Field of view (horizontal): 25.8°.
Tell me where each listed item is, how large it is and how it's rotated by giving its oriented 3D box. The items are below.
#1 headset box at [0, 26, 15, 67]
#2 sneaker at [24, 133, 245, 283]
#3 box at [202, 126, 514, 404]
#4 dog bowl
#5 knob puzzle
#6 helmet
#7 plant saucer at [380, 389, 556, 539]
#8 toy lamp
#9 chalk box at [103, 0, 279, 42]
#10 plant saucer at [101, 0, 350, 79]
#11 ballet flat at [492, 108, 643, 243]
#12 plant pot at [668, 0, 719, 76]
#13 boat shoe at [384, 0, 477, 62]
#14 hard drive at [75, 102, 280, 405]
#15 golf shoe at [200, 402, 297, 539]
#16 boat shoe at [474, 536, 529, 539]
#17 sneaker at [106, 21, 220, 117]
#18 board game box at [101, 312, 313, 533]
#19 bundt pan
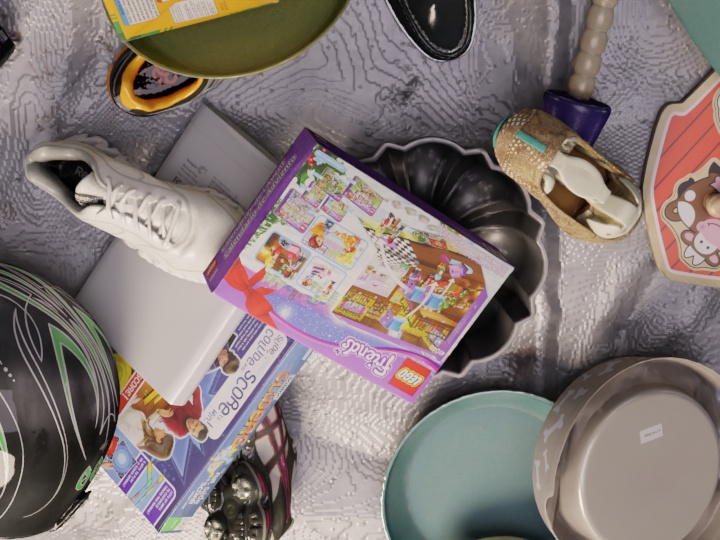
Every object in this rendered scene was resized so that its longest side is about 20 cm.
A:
[{"bbox_3d":[-0.395,-0.172,1.184,0.199,0.093,0.175,-35,106,7],"label":"headset box"},{"bbox_3d":[-0.171,-0.047,1.205,0.199,0.081,0.076,24,94,17],"label":"sneaker"},{"bbox_3d":[0.000,0.000,1.187,0.199,0.039,0.137,31,102,-28],"label":"box"},{"bbox_3d":[0.232,0.164,1.318,0.199,0.059,0.202,-5,102,-25],"label":"dog bowl"},{"bbox_3d":[0.320,-0.067,1.298,0.218,0.030,0.222,-1,107,-4],"label":"knob puzzle"},{"bbox_3d":[-0.285,0.092,1.224,0.198,0.200,0.192,11,108,-7],"label":"helmet"},{"bbox_3d":[0.115,0.191,1.360,0.198,0.036,0.202,-1,107,-4],"label":"plant saucer"},{"bbox_3d":[0.186,-0.186,1.240,0.058,0.058,0.202,13,106,-8],"label":"toy lamp"},{"bbox_3d":[-0.142,-0.290,1.122,0.123,0.125,0.201,-15,65,0],"label":"chalk box"},{"bbox_3d":[-0.094,-0.223,1.171,0.198,0.031,0.202,-3,66,7],"label":"plant saucer"},{"bbox_3d":[0.177,-0.060,1.225,0.199,0.065,0.071,26,97,-45],"label":"ballet flat"},{"bbox_3d":[0.313,-0.230,1.173,0.200,0.141,0.142,43,71,-10],"label":"plant pot"},{"bbox_3d":[0.042,-0.252,1.207,0.075,0.060,0.201,-22,107,3],"label":"boat shoe"},{"bbox_3d":[-0.132,-0.013,1.247,0.132,0.027,0.201,40,102,26],"label":"hard drive"},{"bbox_3d":[-0.095,0.133,1.314,0.077,0.088,0.202,-2,87,30],"label":"golf shoe"},{"bbox_3d":[0.154,0.274,1.336,0.198,0.063,0.074,3,108,-5],"label":"boat shoe"},{"bbox_3d":[-0.110,-0.181,1.210,0.200,0.077,0.078,-39,104,7],"label":"sneaker"},{"bbox_3d":[-0.140,0.092,1.272,0.135,0.034,0.200,43,104,25],"label":"board game box"},{"bbox_3d":[0.048,-0.017,1.270,0.200,0.076,0.204,-1,108,-4],"label":"bundt pan"}]
